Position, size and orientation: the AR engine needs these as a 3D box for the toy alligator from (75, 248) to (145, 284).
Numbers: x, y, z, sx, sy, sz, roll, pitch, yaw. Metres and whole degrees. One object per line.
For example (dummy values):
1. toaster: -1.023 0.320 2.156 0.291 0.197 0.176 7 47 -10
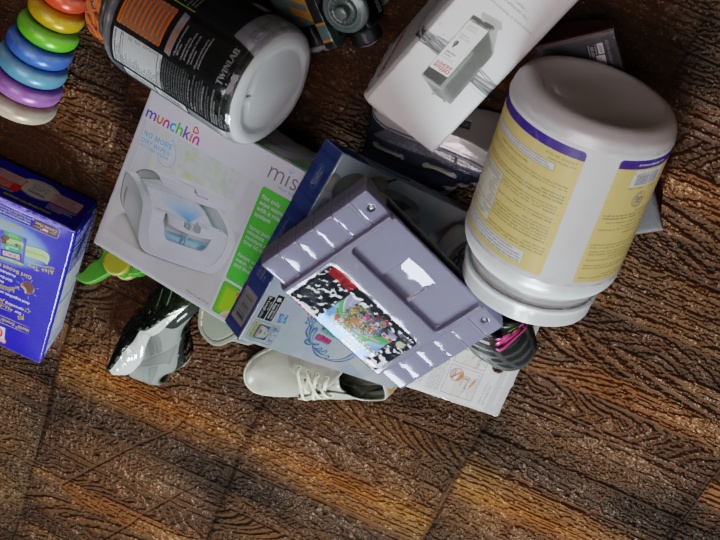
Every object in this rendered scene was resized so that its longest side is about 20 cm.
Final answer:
1. toy alligator: -0.218 -0.027 1.355 0.199 0.059 0.055 -10 84 3

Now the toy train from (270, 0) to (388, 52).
1. toy train: -0.050 -0.293 1.130 0.114 0.085 0.201 -6 122 35

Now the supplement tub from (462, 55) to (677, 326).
1. supplement tub: 0.174 -0.067 1.063 0.145 0.146 0.201 20 124 4

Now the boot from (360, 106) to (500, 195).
1. boot: 0.099 -0.109 1.208 0.199 0.073 0.091 24 138 4

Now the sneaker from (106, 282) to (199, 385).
1. sneaker: -0.217 0.069 1.396 0.079 0.074 0.200 27 140 -16

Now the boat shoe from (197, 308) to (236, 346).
1. boat shoe: -0.102 -0.003 1.306 0.075 0.062 0.200 38 109 16

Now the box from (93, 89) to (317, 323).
1. box: -0.137 -0.063 1.229 0.200 0.097 0.177 31 108 17

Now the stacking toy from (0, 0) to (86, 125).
1. stacking toy: -0.314 -0.249 1.238 0.085 0.085 0.200 31 117 -3

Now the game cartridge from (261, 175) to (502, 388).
1. game cartridge: 0.020 0.018 1.111 0.129 0.038 0.200 -36 120 19

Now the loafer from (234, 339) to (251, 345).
1. loafer: -0.076 0.053 1.351 0.199 0.072 0.063 9 115 15

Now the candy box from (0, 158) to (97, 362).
1. candy box: -0.407 -0.018 1.399 0.169 0.077 0.200 25 123 0

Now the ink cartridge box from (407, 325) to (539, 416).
1. ink cartridge box: 0.084 0.049 1.296 0.199 0.050 0.161 19 106 -17

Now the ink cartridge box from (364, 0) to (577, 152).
1. ink cartridge box: 0.106 -0.221 1.083 0.083 0.147 0.200 38 124 -10

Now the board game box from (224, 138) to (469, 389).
1. board game box: 0.000 0.000 1.183 0.199 0.043 0.200 22 104 -37

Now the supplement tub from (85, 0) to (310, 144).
1. supplement tub: -0.156 -0.216 1.155 0.200 0.122 0.123 35 127 21

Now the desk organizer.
1. desk organizer: 0.226 -0.135 1.140 0.071 0.077 0.201 -10 117 22

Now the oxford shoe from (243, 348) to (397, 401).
1. oxford shoe: -0.046 0.118 1.386 0.199 0.058 0.075 -4 123 21

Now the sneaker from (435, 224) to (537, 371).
1. sneaker: 0.136 0.044 1.209 0.074 0.087 0.200 -38 133 -9
